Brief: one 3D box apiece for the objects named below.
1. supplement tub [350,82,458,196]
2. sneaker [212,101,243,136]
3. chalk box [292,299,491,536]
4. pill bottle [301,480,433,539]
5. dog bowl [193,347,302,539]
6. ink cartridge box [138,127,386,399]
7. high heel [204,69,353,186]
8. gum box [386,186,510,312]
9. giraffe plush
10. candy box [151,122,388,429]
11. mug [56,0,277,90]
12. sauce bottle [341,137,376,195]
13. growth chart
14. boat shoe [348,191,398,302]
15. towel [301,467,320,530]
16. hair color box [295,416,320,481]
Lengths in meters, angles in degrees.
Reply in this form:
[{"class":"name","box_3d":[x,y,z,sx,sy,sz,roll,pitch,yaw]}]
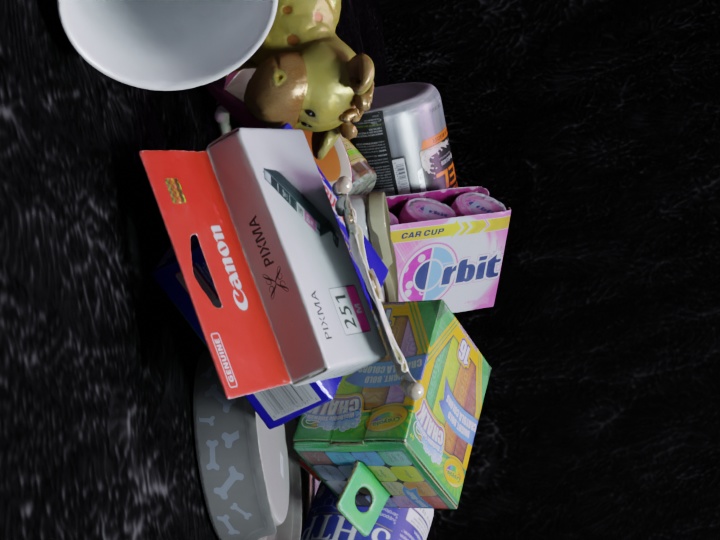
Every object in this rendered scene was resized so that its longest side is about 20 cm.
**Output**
[{"class":"supplement tub","box_3d":[0.045,-0.094,1.783,0.123,0.121,0.202,-80,159,-70]},{"class":"sneaker","box_3d":[-0.098,-0.094,1.661,0.076,0.075,0.201,-35,102,-55]},{"class":"chalk box","box_3d":[0.027,0.144,1.516,0.125,0.123,0.201,53,43,-45]},{"class":"pill bottle","box_3d":[-0.011,0.300,1.580,0.120,0.119,0.201,74,31,-53]},{"class":"dog bowl","box_3d":[-0.097,0.152,1.424,0.200,0.058,0.202,-7,90,-83]},{"class":"ink cartridge box","box_3d":[-0.071,-0.011,1.250,0.173,0.043,0.202,-7,74,-60]},{"class":"high heel","box_3d":[-0.080,-0.139,1.569,0.200,0.067,0.096,41,-9,8]},{"class":"gum box","box_3d":[0.061,-0.015,1.695,0.066,0.199,0.114,41,-50,47]},{"class":"giraffe plush","box_3d":[-0.060,-0.187,1.439,0.173,0.198,0.163,71,-2,-70]},{"class":"candy box","box_3d":[-0.068,0.001,1.364,0.170,0.077,0.200,55,32,-18]},{"class":"mug","box_3d":[-0.155,-0.249,1.119,0.200,0.147,0.176,36,28,-37]},{"class":"sauce bottle","box_3d":[-0.067,-0.150,1.711,0.200,0.065,0.065,48,-2,14]},{"class":"growth chart","box_3d":[0.011,0.016,1.325,0.145,0.018,0.202,-121,-169,-82]},{"class":"boat shoe","box_3d":[0.000,0.000,1.574,0.201,0.068,0.075,80,6,-47]},{"class":"towel","box_3d":[-0.053,0.267,1.755,0.201,0.048,0.172,74,13,-51]},{"class":"hair color box","box_3d":[-0.051,0.123,1.678,0.101,0.061,0.200,43,15,-10]}]
